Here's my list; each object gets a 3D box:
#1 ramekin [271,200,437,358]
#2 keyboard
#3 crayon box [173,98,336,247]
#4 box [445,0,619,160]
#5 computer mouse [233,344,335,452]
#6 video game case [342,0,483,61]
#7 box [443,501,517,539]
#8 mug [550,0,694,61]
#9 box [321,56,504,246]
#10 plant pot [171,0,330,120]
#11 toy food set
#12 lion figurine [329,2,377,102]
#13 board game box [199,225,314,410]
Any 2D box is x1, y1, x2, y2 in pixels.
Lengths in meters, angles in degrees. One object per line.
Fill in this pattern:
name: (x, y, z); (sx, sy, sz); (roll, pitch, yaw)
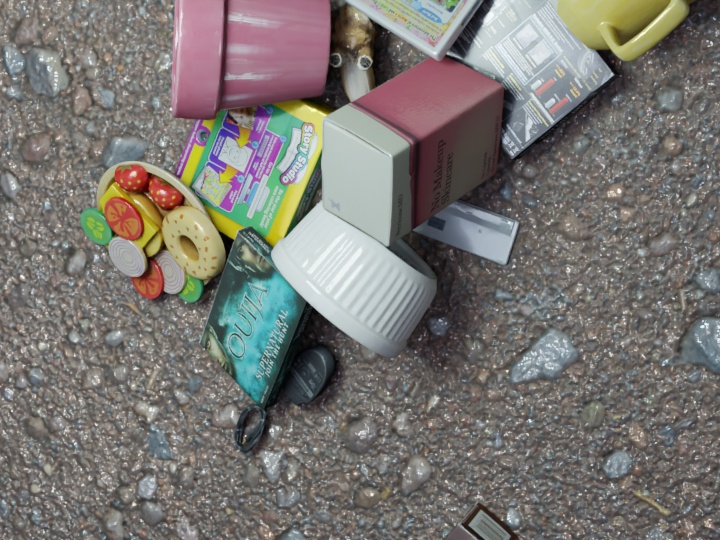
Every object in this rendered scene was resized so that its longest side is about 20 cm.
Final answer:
ramekin: (0.000, 0.000, 1.623); (0.200, 0.200, 0.105); (41, 99, 10)
keyboard: (0.096, -0.066, 1.676); (0.198, 0.011, 0.057); (21, 109, 16)
crayon box: (-0.133, -0.142, 1.719); (0.171, 0.058, 0.202); (29, 106, 13)
box: (0.182, -0.258, 1.595); (0.157, 0.050, 0.201); (-39, 84, 20)
computer mouse: (-0.098, 0.168, 1.769); (0.200, 0.034, 0.059); (-44, 73, 26)
video game case: (0.070, -0.367, 1.584); (0.199, 0.024, 0.183); (36, 91, 26)
box: (0.101, 0.392, 1.689); (0.075, 0.100, 0.201); (39, 107, 11)
mug: (0.286, -0.320, 1.487); (0.153, 0.187, 0.150); (-39, 93, 27)
box: (0.060, -0.141, 1.548); (0.108, 0.199, 0.129); (31, 138, 31)
plant pot: (-0.130, -0.275, 1.595); (0.176, 0.200, 0.203); (2, 99, -9)
toy food set: (-0.266, -0.047, 1.749); (0.200, 0.049, 0.198); (45, 136, -2)
lion figurine: (0.001, -0.226, 1.646); (0.071, 0.123, 0.203); (0, 112, 5)
board game box: (-0.131, 0.062, 1.712); (0.135, 0.028, 0.201); (42, 131, 23)
